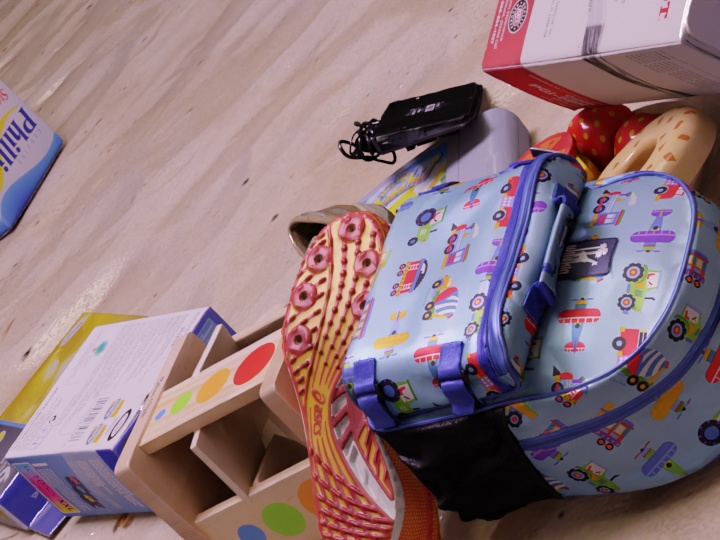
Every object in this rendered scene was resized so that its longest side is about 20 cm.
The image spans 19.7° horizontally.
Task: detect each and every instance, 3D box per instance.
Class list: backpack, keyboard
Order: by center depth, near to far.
[{"bbox_3d":[0.114,0.026,1.062,0.200,0.135,0.183,-12,43,42],"label":"backpack"},{"bbox_3d":[0.043,-0.101,1.542,0.104,0.040,0.200,-13,10,8],"label":"keyboard"}]

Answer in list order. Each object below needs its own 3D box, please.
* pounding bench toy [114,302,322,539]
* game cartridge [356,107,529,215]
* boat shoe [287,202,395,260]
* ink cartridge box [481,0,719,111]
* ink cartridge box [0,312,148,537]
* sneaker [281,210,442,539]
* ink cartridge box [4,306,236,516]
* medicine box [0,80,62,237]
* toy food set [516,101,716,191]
[{"bbox_3d":[-0.027,0.068,1.270,0.156,0.124,0.200,-30,25,35],"label":"pounding bench toy"},{"bbox_3d":[0.036,-0.033,1.477,0.200,0.040,0.133,-37,18,20],"label":"game cartridge"},{"bbox_3d":[0.000,0.000,1.329,0.200,0.076,0.072,-151,67,-69],"label":"boat shoe"},{"bbox_3d":[0.176,-0.181,1.244,0.200,0.083,0.147,1,73,59],"label":"ink cartridge box"},{"bbox_3d":[-0.239,0.120,1.695,0.198,0.047,0.200,-52,19,-19],"label":"ink cartridge box"},{"bbox_3d":[0.004,0.067,1.142,0.073,0.077,0.201,-9,78,29],"label":"sneaker"},{"bbox_3d":[-0.156,0.104,1.512,0.200,0.076,0.137,-13,39,54],"label":"ink cartridge box"},{"bbox_3d":[-0.479,-0.146,2.439,0.103,0.200,0.182,-32,24,36],"label":"medicine box"},{"bbox_3d":[0.131,-0.036,1.280,0.198,0.049,0.200,-42,21,6],"label":"toy food set"}]
